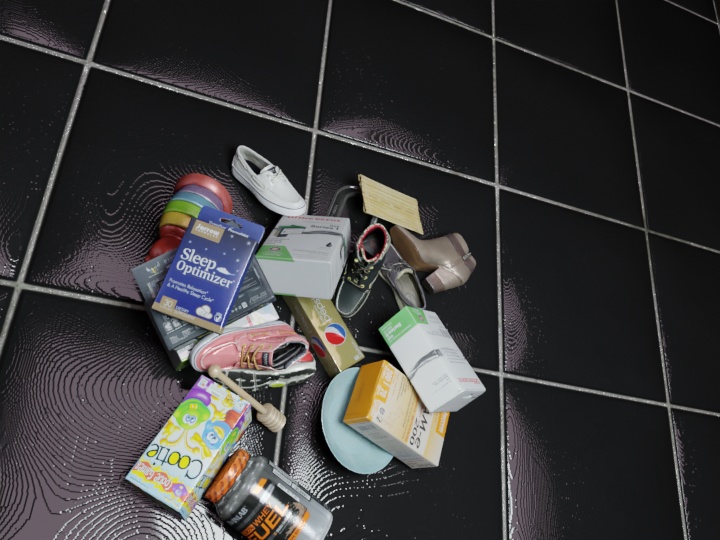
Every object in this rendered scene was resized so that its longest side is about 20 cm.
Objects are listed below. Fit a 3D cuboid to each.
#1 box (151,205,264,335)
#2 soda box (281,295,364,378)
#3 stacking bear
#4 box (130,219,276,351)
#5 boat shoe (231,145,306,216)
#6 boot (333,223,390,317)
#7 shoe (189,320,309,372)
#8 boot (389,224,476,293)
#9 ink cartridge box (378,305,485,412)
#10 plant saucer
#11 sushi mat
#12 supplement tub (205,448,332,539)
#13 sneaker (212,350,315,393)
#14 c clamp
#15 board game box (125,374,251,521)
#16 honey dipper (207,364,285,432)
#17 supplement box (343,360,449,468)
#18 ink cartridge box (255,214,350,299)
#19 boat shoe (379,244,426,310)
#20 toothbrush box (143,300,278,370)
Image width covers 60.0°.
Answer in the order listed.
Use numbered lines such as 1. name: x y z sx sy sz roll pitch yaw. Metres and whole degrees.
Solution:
1. box: -0.252 -0.006 1.048 0.121 0.032 0.200 20 76 1
2. soda box: -0.077 0.110 1.255 0.064 0.068 0.200 -28 83 -29
3. stacking bear: -0.333 -0.076 1.184 0.121 0.114 0.200 27 58 -12
4. box: -0.269 0.026 1.081 0.200 0.051 0.158 -28 82 -8
5. boat shoe: -0.188 -0.189 1.292 0.072 0.066 0.200 -29 61 -38
6. boot: -0.001 -0.001 1.255 0.073 0.154 0.204 27 88 3
7. shoe: -0.193 0.143 1.102 0.200 0.091 0.072 -13 113 -34
8. boot: 0.172 -0.046 1.428 0.146 0.070 0.200 -35 95 -28
9. ink cartridge box: 0.144 0.179 1.250 0.146 0.084 0.200 19 35 -58
10. plant saucer: -0.006 0.291 1.213 0.201 0.039 0.201 17 63 -37
11. sushi mat: 0.070 -0.147 1.411 0.200 0.012 0.096 16 59 -44
12. supplement tub: -0.158 0.405 1.070 0.200 0.123 0.123 39 59 -5
13. sneaker: -0.186 0.179 1.191 0.200 0.077 0.085 -1 50 -25
14. c clamp: 0.001 -0.098 1.387 0.171 0.027 0.200 13 63 1
15. board game box: -0.282 0.299 1.055 0.103 0.105 0.200 28 60 9
16. honey dipper: -0.202 0.226 1.110 0.200 0.038 0.038 52 51 -39
17. supplement box: 0.075 0.281 1.212 0.200 0.073 0.126 39 51 -26
18. ink cartridge box: -0.107 -0.033 1.213 0.146 0.084 0.200 5 30 7
19. boat shoe: 0.089 0.011 1.369 0.072 0.065 0.200 -19 75 -25
20. toothbrush box: -0.279 0.076 1.171 0.200 0.086 0.146 -23 80 -31
